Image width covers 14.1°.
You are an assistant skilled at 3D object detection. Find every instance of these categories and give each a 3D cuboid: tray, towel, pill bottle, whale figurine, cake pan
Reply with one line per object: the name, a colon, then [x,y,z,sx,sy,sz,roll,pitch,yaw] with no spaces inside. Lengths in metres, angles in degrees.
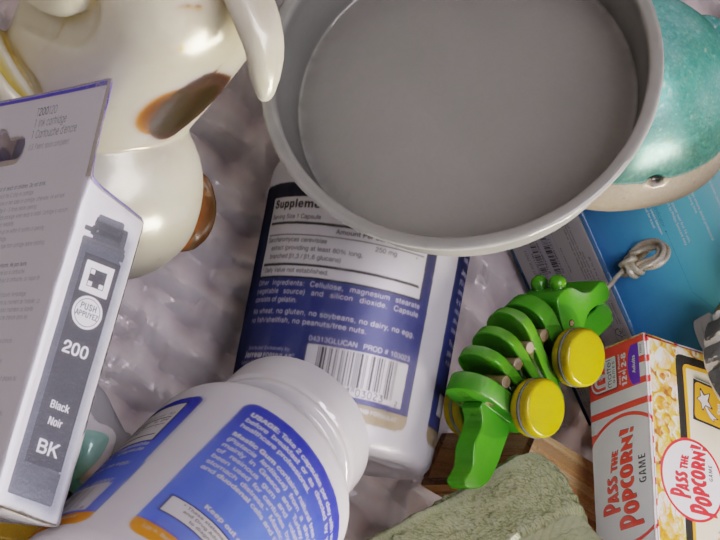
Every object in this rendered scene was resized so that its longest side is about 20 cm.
tray: [0.139,0.148,1.585,0.200,0.099,0.037,30,72,-25]
towel: [0.045,0.180,1.426,0.199,0.148,0.037,-27,144,-17]
pill bottle: [-0.073,0.122,1.354,0.112,0.112,0.200,61,35,-12]
pill bottle: [0.000,0.000,1.509,0.111,0.111,0.201,17,77,-28]
whale figurine: [0.125,-0.125,1.550,0.158,0.104,0.200,-10,47,-11]
cake pan: [0.051,-0.092,1.434,0.199,0.037,0.201,-4,63,7]

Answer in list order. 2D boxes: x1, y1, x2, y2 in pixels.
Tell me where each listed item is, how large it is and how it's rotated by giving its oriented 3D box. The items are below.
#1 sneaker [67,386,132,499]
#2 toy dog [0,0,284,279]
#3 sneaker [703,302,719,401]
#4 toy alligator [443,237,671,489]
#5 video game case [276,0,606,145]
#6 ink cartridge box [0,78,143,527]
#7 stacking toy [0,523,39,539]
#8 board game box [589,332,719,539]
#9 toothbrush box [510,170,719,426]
sneaker: [-0.085,0.125,1.476,0.140,0.078,0.201,-24,107,-31]
toy dog: [-0.111,-0.093,1.419,0.139,0.193,0.201,-28,140,-50]
sneaker: [0.242,0.024,1.543,0.085,0.074,0.200,53,38,-24]
toy alligator: [0.094,0.030,1.495,0.200,0.059,0.054,-49,121,-33]
video game case: [0.032,-0.168,1.508,0.200,0.018,0.143,38,74,24]
ink cartridge box: [-0.176,0.018,1.356,0.043,0.198,0.201,22,76,-32]
stacking toy: [-0.179,0.148,1.394,0.146,0.146,0.201,6,71,-30]
board game box: [0.210,0.130,1.542,0.199,0.046,0.152,18,61,-36]
toothbrush box: [0.193,-0.022,1.639,0.200,0.085,0.147,-31,101,-28]
